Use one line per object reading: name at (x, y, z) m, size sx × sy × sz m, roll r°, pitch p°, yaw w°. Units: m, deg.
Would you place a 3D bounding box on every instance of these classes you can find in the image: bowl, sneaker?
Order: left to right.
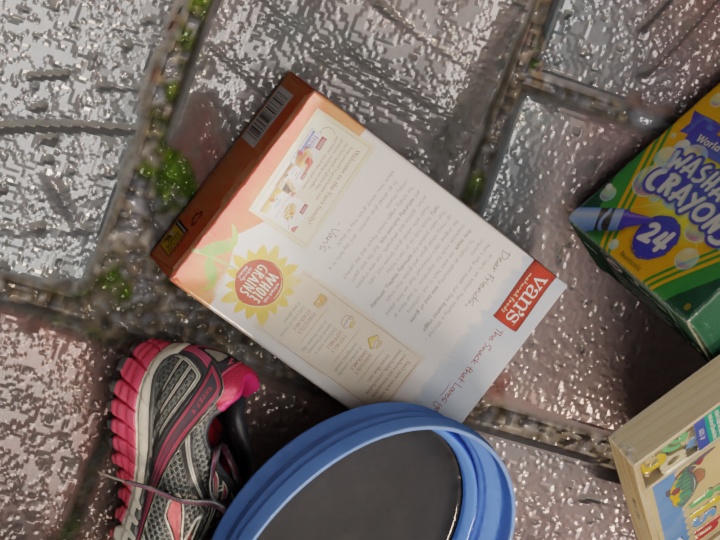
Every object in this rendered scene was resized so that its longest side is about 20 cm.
sneaker at (-0.098, 0.141, 1.594) m, size 0.075 × 0.081 × 0.200 m, roll 7°, pitch 108°, yaw 23°
bowl at (-0.004, 0.163, 1.604) m, size 0.200 × 0.039 × 0.201 m, roll -20°, pitch 130°, yaw -26°

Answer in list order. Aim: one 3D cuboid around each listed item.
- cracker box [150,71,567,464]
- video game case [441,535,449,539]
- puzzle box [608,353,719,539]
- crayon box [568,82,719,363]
cracker box at (0.000, 0.000, 1.614) m, size 0.200 × 0.058 × 0.134 m, roll 37°, pitch 93°, yaw -22°
video game case at (-0.003, 0.248, 1.699) m, size 0.200 × 0.024 × 0.182 m, roll -38°, pitch 112°, yaw -5°
puzzle box at (0.215, 0.104, 1.664) m, size 0.133 × 0.025 × 0.200 m, roll -37°, pitch 154°, yaw -6°
crayon box at (0.235, -0.053, 1.637) m, size 0.200 × 0.126 × 0.052 m, roll -41°, pitch 133°, yaw -5°
